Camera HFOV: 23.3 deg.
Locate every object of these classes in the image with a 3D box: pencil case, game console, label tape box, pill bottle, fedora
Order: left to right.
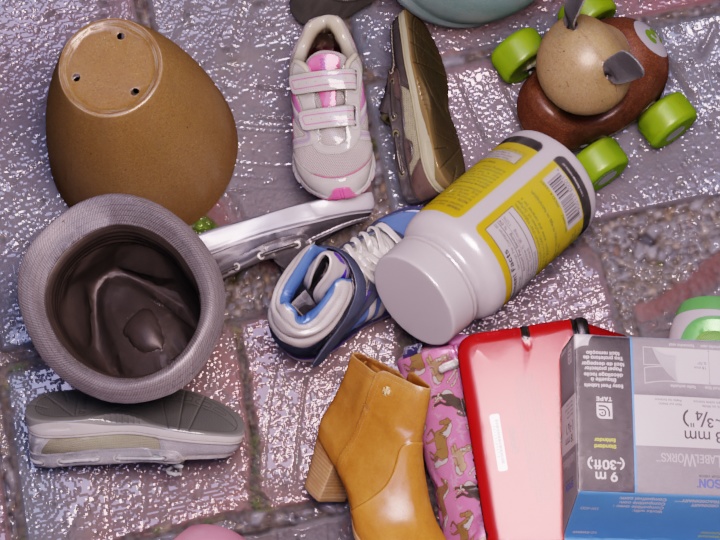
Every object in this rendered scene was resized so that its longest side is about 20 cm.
[{"bbox_3d":[-0.209,0.038,1.587,0.177,0.090,0.200,-44,69,-12],"label":"fedora"},{"bbox_3d":[0.093,0.160,1.561,0.082,0.086,0.202,-18,75,17],"label":"pencil case"},{"bbox_3d":[0.111,-0.029,1.575,0.114,0.115,0.200,43,60,12],"label":"pill bottle"},{"bbox_3d":[0.182,0.155,1.548,0.171,0.119,0.202,-9,73,1],"label":"game console"},{"bbox_3d":[0.243,0.160,1.455,0.143,0.063,0.202,3,72,-6],"label":"label tape box"}]

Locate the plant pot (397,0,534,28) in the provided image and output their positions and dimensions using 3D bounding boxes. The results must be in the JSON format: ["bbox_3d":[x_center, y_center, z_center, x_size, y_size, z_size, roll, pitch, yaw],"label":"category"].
[{"bbox_3d":[0.122,-0.329,1.633,0.198,0.134,0.202,-3,98,-25],"label":"plant pot"}]

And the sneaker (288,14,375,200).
[{"bbox_3d":[-0.033,-0.157,1.635,0.081,0.089,0.201,-10,57,-2],"label":"sneaker"}]

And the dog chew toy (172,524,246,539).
[{"bbox_3d":[-0.108,0.319,1.509,0.124,0.125,0.200,-39,85,-9],"label":"dog chew toy"}]

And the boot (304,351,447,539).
[{"bbox_3d":[0.036,0.169,1.520,0.201,0.070,0.145,34,110,36],"label":"boot"}]

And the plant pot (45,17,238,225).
[{"bbox_3d":[-0.214,-0.146,1.602,0.184,0.200,0.188,0,75,1],"label":"plant pot"}]

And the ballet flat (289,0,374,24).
[{"bbox_3d":[0.017,-0.308,1.710,0.199,0.068,0.068,-28,75,-6],"label":"ballet flat"}]

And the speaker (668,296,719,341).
[{"bbox_3d":[0.308,0.129,1.557,0.088,0.089,0.202,10,67,4],"label":"speaker"}]

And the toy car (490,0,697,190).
[{"bbox_3d":[0.220,-0.195,1.603,0.157,0.200,0.165,-33,76,-8],"label":"toy car"}]

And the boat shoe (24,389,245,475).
[{"bbox_3d":[-0.204,0.151,1.589,0.200,0.075,0.065,1,116,-1],"label":"boat shoe"}]

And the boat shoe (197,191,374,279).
[{"bbox_3d":[-0.078,-0.022,1.635,0.198,0.070,0.067,-16,94,-8],"label":"boat shoe"}]

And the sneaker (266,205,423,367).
[{"bbox_3d":[0.000,0.000,1.580,0.200,0.147,0.081,-40,77,-9],"label":"sneaker"}]

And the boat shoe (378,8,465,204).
[{"bbox_3d":[0.048,-0.156,1.664,0.066,0.072,0.203,-25,61,25],"label":"boat shoe"}]
